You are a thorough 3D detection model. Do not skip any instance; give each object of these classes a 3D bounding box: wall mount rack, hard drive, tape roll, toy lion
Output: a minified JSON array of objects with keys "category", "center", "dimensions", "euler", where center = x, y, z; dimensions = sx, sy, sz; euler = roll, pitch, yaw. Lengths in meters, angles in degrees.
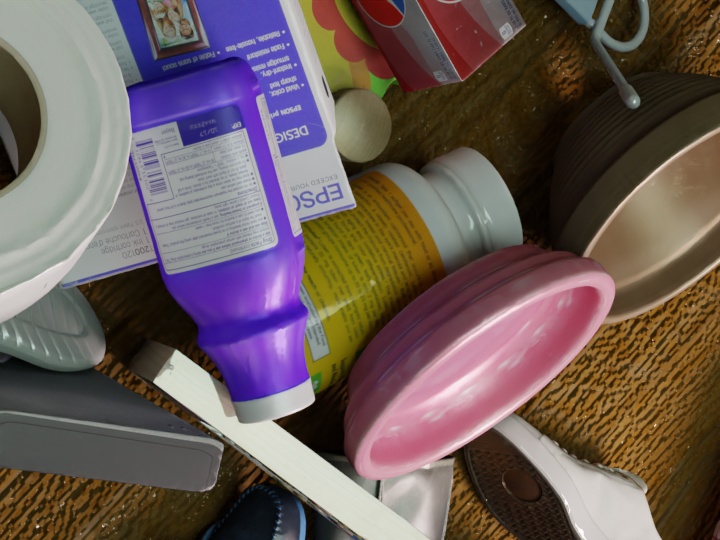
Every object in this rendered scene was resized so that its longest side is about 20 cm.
[{"category":"wall mount rack","center":[0.138,-0.200,1.408],"dimensions":[0.200,0.074,0.175],"euler":[39,56,-29]},{"category":"hard drive","center":[-0.182,0.081,1.250],"dimensions":[0.138,0.200,0.033],"euler":[10,94,-29]},{"category":"tape roll","center":[-0.226,-0.072,1.177],"dimensions":[0.201,0.071,0.204],"euler":[6,71,-19]},{"category":"toy lion","center":[-0.016,-0.181,1.368],"dimensions":[0.199,0.068,0.193],"euler":[35,77,-29]}]

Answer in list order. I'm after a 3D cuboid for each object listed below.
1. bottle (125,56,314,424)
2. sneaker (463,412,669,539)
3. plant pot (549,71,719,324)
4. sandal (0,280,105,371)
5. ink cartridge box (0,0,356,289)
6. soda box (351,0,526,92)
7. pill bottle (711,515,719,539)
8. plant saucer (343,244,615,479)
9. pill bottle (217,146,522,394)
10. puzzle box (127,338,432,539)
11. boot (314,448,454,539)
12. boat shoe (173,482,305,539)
[{"category":"bottle","center":[-0.074,-0.016,1.232],"dimensions":[0.083,0.065,0.202],"euler":[-14,98,15]},{"category":"sneaker","center":[0.147,0.155,1.526],"dimensions":[0.200,0.072,0.085],"euler":[50,50,-23]},{"category":"plant pot","center":[0.194,-0.065,1.457],"dimensions":[0.200,0.093,0.201],"euler":[-29,152,-17]},{"category":"sandal","center":[-0.227,0.023,1.273],"dimensions":[0.050,0.083,0.202],"euler":[-31,156,23]},{"category":"ink cartridge box","center":[-0.121,-0.107,1.277],"dimensions":[0.196,0.043,0.202],"euler":[-14,110,13]},{"category":"soda box","center":[0.016,-0.211,1.323],"dimensions":[0.070,0.063,0.201],"euler":[-40,109,-30]},{"category":"pill bottle","center":[0.321,0.175,1.585],"dimensions":[0.112,0.112,0.202],"euler":[21,90,-29]},{"category":"plant saucer","center":[0.066,0.051,1.363],"dimensions":[0.200,0.201,0.051],"euler":[-29,70,-20]},{"category":"pill bottle","center":[0.000,0.000,1.379],"dimensions":[0.199,0.111,0.112],"euler":[-27,112,-20]},{"category":"puzzle box","center":[-0.051,0.113,1.334],"dimensions":[0.199,0.133,0.026],"euler":[38,82,-10]},{"category":"boot","center":[-0.022,0.219,1.438],"dimensions":[0.180,0.072,0.202],"euler":[-3,104,-30]},{"category":"boat shoe","center":[-0.102,0.226,1.388],"dimensions":[0.068,0.084,0.201],"euler":[29,84,-41]}]
